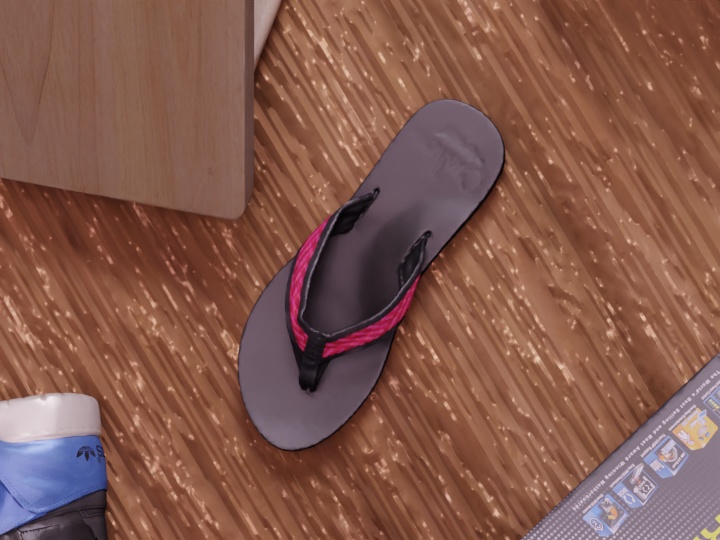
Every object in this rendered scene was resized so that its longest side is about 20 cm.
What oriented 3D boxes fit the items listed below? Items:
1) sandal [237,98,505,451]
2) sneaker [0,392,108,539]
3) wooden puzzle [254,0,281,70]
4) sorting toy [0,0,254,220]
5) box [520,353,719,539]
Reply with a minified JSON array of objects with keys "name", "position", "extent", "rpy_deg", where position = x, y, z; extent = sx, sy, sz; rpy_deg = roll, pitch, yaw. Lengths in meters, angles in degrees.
[{"name":"sandal","position":[0.000,0.000,1.493],"extent":[0.075,0.045,0.200],"rpy_deg":[34,95,6]},{"name":"sneaker","position":[-0.225,0.132,1.509],"extent":[0.199,0.077,0.112],"rpy_deg":[-9,80,2]},{"name":"wooden puzzle","position":[-0.110,-0.214,1.506],"extent":[0.185,0.046,0.201],"rpy_deg":[21,94,7]},{"name":"sorting toy","position":[-0.141,-0.141,1.458],"extent":[0.198,0.070,0.201],"rpy_deg":[11,126,12]},{"name":"box","position":[0.162,0.162,1.429],"extent":[0.200,0.044,0.160],"rpy_deg":[-42,67,-7]}]
